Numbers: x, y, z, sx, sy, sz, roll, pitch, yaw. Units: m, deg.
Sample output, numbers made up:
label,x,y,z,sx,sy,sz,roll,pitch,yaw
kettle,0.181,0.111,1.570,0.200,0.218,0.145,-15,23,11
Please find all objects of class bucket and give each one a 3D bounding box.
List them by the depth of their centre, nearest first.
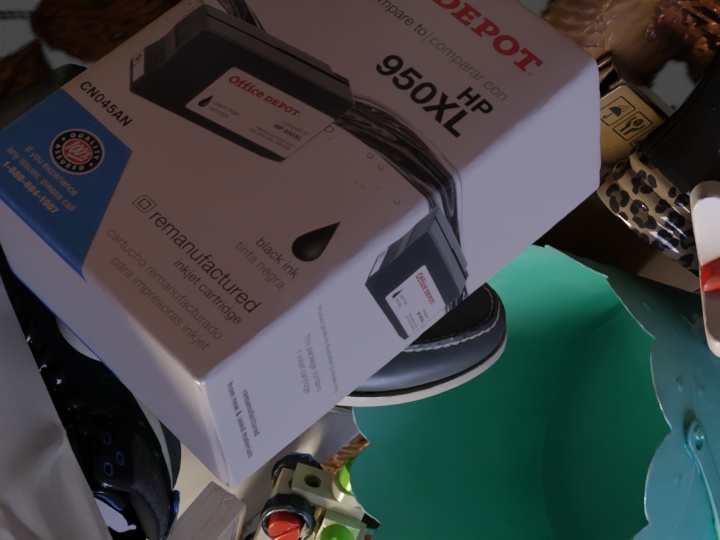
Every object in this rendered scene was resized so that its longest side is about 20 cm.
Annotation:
label,x,y,z,sx,sy,sz,roll,pitch,yaw
bucket,0.109,0.089,1.045,0.135,0.207,0.207,12,136,-41

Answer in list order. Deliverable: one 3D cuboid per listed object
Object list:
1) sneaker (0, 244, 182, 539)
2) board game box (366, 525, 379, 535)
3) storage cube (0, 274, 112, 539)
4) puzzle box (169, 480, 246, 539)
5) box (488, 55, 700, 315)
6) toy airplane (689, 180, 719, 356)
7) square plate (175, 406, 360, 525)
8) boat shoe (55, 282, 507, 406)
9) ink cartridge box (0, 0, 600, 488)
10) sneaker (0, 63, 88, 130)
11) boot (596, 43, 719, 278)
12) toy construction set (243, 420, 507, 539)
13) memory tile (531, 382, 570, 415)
label,x,y,z,sx,sy,sz,roll,pitch,yaw
sneaker,-0.140,0.049,0.920,0.073,0.112,0.200,-32,121,12
board game box,0.094,0.186,1.260,0.152,0.045,0.200,13,171,-41
storage cube,-0.219,0.112,0.821,0.180,0.171,0.200,-16,-167,19
puzzle box,-0.134,0.217,1.139,0.200,0.025,0.133,-49,165,-29
box,0.111,-0.020,1.087,0.163,0.021,0.200,-34,145,20
toy airplane,0.245,-0.002,0.935,0.200,0.141,0.199,16,120,-33
square plate,-0.127,0.106,1.141,0.200,0.028,0.198,-40,143,28
boat shoe,-0.027,0.010,0.900,0.200,0.073,0.062,5,137,-13
ink cartridge box,-0.025,-0.039,0.815,0.200,0.145,0.084,-39,151,-19
sneaker,-0.197,-0.042,0.846,0.200,0.074,0.081,-27,110,-18
boot,0.219,-0.057,1.020,0.200,0.073,0.151,24,115,-42
toy construction set,0.001,0.162,1.161,0.131,0.092,0.200,19,112,-5
memory tile,0.129,0.118,1.211,0.200,0.017,0.153,9,142,8
